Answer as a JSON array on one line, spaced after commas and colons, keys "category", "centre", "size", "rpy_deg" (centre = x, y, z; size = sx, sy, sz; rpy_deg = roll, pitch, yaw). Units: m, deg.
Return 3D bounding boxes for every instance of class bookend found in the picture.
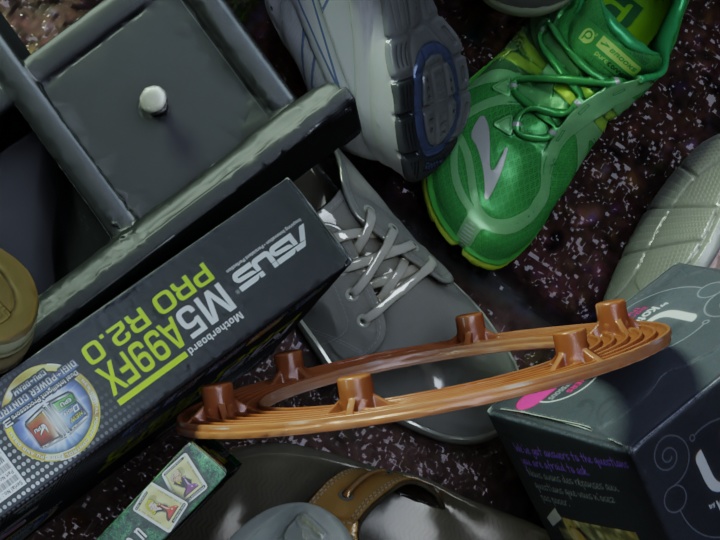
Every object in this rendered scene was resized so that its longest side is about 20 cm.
[{"category": "bookend", "centre": [-0.136, -0.083, 0.804], "size": [0.199, 0.092, 0.199], "rpy_deg": [-36, 86, -1]}]

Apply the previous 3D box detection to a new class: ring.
[{"category": "ring", "centre": [0.023, 0.036, 0.755], "size": [0.199, 0.200, 0.019], "rpy_deg": [-11, 92, -18]}]

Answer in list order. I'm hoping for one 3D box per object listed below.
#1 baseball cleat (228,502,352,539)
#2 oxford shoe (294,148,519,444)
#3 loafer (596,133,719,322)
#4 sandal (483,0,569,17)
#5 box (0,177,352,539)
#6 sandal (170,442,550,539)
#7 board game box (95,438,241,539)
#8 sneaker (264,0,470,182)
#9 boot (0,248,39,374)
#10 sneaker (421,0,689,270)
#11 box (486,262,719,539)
[{"category": "baseball cleat", "centre": [-0.074, 0.180, 0.757], "size": [0.200, 0.107, 0.070], "rpy_deg": [-38, 62, -13]}, {"category": "oxford shoe", "centre": [0.000, 0.000, 0.871], "size": [0.075, 0.058, 0.200], "rpy_deg": [-42, 91, -24]}, {"category": "loafer", "centre": [0.149, 0.033, 0.904], "size": [0.063, 0.072, 0.201], "rpy_deg": [33, 75, -22]}, {"category": "sandal", "centre": [0.075, -0.199, 0.942], "size": [0.079, 0.057, 0.202], "rpy_deg": [3, 58, 4]}, {"category": "box", "centre": [-0.107, 0.055, 0.772], "size": [0.200, 0.160, 0.044], "rpy_deg": [-36, 85, -21]}, {"category": "sandal", "centre": [0.009, 0.122, 0.841], "size": [0.199, 0.054, 0.081], "rpy_deg": [14, 72, -11]}, {"category": "board game box", "centre": [-0.124, 0.143, 0.743], "size": [0.023, 0.105, 0.200], "rpy_deg": [44, 87, 0]}, {"category": "sneaker", "centre": [-0.008, -0.136, 0.848], "size": [0.074, 0.087, 0.201], "rpy_deg": [-34, 127, -48]}, {"category": "boot", "centre": [-0.220, 0.054, 0.740], "size": [0.198, 0.155, 0.072], "rpy_deg": [3, 38, -1]}, {"category": "sneaker", "centre": [0.095, -0.091, 0.907], "size": [0.074, 0.084, 0.201], "rpy_deg": [35, 70, -4]}, {"category": "box", "centre": [0.162, 0.114, 0.820], "size": [0.122, 0.106, 0.201], "rpy_deg": [-35, 112, -22]}]
